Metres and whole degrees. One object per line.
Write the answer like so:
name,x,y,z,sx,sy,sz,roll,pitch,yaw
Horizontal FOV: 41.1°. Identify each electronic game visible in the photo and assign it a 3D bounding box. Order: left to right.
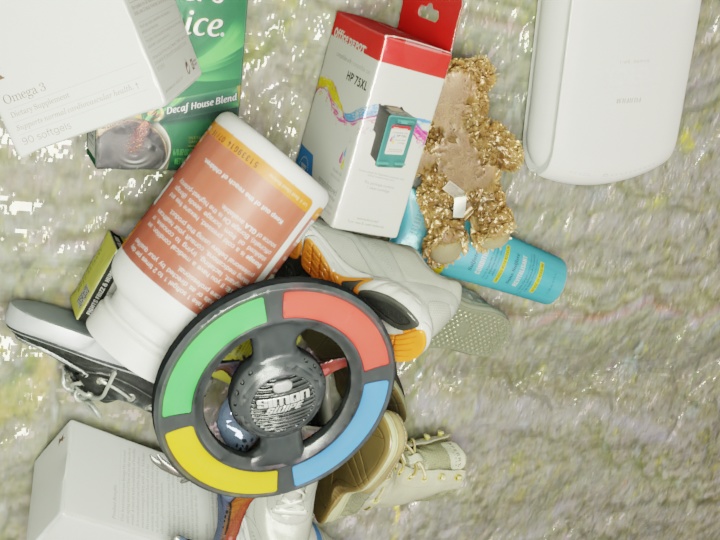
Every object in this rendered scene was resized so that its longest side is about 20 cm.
electronic game,-0.064,0.096,0.751,0.196,0.042,0.203,-10,121,-17

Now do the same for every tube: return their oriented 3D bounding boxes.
tube,0.117,-0.017,0.970,0.197,0.050,0.079,18,94,-23

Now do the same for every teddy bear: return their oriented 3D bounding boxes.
teddy bear,0.088,-0.100,0.898,0.143,0.067,0.202,-29,115,3

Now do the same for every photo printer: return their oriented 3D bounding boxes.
photo printer,0.241,-0.183,0.934,0.163,0.069,0.204,-7,115,-22

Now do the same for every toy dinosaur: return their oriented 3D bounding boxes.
toy dinosaur,-0.106,0.168,0.820,0.105,0.197,0.185,-4,92,-61

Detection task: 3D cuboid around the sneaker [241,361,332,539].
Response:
sneaker,-0.065,0.177,0.895,0.074,0.092,0.204,7,77,-21

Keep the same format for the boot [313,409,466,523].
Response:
boot,0.044,0.192,0.976,0.152,0.073,0.201,-3,147,-26

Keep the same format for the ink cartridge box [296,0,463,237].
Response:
ink cartridge box,0.011,-0.145,0.817,0.066,0.116,0.203,8,108,-26

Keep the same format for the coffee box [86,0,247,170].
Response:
coffee box,-0.154,-0.182,0.766,0.121,0.044,0.204,-1,113,-24

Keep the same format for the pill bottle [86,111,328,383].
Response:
pill bottle,-0.124,-0.014,0.761,0.112,0.112,0.201,37,91,-33

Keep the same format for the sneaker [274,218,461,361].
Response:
sneaker,0.000,0.000,0.844,0.091,0.199,0.077,-30,146,-41

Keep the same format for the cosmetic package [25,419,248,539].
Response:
cosmetic package,-0.200,0.228,0.888,0.198,0.102,0.071,30,120,-32

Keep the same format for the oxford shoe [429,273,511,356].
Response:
oxford shoe,0.070,0.036,0.952,0.198,0.058,0.076,21,105,-39

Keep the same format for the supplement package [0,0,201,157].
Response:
supplement package,-0.206,-0.201,0.652,0.115,0.118,0.203,-17,110,11

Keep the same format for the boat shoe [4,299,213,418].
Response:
boat shoe,-0.224,0.087,0.838,0.198,0.073,0.069,28,91,-41

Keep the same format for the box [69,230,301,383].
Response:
box,-0.154,0.043,0.864,0.198,0.050,0.076,29,98,-32

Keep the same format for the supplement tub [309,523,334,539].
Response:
supplement tub,-0.051,0.348,1.003,0.132,0.132,0.200,-44,122,-1

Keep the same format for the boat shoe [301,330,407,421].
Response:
boat shoe,0.003,0.081,0.944,0.202,0.071,0.067,58,41,-45
